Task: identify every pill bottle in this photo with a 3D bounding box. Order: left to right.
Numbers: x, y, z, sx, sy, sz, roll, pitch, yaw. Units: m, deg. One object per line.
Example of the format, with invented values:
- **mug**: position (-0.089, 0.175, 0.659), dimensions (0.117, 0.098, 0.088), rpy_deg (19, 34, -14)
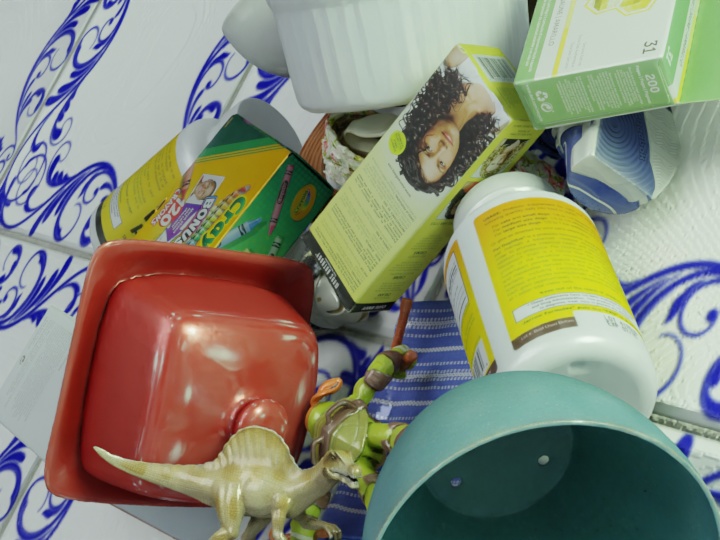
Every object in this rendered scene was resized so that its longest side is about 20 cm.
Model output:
- **pill bottle**: position (-0.146, -0.067, 1.614), dimensions (0.199, 0.111, 0.112), rpy_deg (-38, 35, 31)
- **pill bottle**: position (0.115, 0.024, 1.149), dimensions (0.109, 0.109, 0.201), rpy_deg (-43, 33, 22)

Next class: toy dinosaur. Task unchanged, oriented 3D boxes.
- **toy dinosaur**: position (-0.080, 0.157, 1.216), dimensions (0.198, 0.058, 0.103), rpy_deg (-2, 94, 23)

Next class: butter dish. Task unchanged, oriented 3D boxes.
- **butter dish**: position (-0.103, 0.094, 1.288), dimensions (0.147, 0.198, 0.202), rpy_deg (26, 105, 53)

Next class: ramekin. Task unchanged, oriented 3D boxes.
- **ramekin**: position (0.033, -0.180, 1.317), dimensions (0.200, 0.199, 0.099), rpy_deg (8, 112, 57)

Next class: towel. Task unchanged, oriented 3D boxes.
- **towel**: position (0.044, 0.107, 1.262), dimensions (0.144, 0.024, 0.202), rpy_deg (-7, 56, 52)

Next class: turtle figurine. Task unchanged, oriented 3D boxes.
- **turtle figurine**: position (0.005, 0.113, 1.232), dimensions (0.201, 0.064, 0.161), rpy_deg (-58, 32, -6)

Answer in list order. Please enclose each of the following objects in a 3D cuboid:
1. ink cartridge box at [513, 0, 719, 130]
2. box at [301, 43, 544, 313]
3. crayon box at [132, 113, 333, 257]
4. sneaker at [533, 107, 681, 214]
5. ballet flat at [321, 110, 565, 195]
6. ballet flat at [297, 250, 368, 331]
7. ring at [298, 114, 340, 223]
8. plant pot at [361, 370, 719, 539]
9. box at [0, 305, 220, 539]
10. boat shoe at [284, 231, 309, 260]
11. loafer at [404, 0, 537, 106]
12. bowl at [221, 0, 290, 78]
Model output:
- **ink cartridge box**: position (0.209, -0.165, 1.155), dimensions (0.198, 0.048, 0.146), rpy_deg (-8, 42, 28)
- **box**: position (0.042, -0.061, 1.245), dimensions (0.200, 0.050, 0.076), rpy_deg (-51, 59, 32)
- **crayon box**: position (-0.124, -0.021, 1.460), dimensions (0.201, 0.058, 0.119), rpy_deg (-52, 34, -2)
- **sneaker**: position (0.157, -0.102, 1.249), dimensions (0.115, 0.080, 0.201), rpy_deg (-37, 29, 37)
- **ballet flat**: position (0.052, -0.080, 1.303), dimensions (0.198, 0.064, 0.076), rpy_deg (10, 52, 29)
- **ballet flat**: position (0.000, 0.000, 1.380), dimensions (0.200, 0.072, 0.072), rpy_deg (-42, 33, 26)
- **ring**: position (0.025, -0.111, 1.466), dimensions (0.199, 0.019, 0.201), rpy_deg (-31, 33, 22)
- **plant pot**: position (0.090, 0.136, 1.008), dimensions (0.200, 0.199, 0.135), rpy_deg (-48, 24, 15)
- **box**: position (-0.191, 0.128, 1.457), dimensions (0.107, 0.152, 0.200), rpy_deg (-59, 30, -5)
- **boat shoe**: position (-0.110, 0.020, 1.521), dimensions (0.199, 0.069, 0.071), rpy_deg (-38, 35, 29)
- **loafer**: position (0.083, -0.207, 1.426), dimensions (0.199, 0.071, 0.073), rpy_deg (-34, 32, 17)
- **bowl**: position (0.001, -0.227, 1.505), dimensions (0.200, 0.199, 0.075), rpy_deg (-40, 72, 25)
